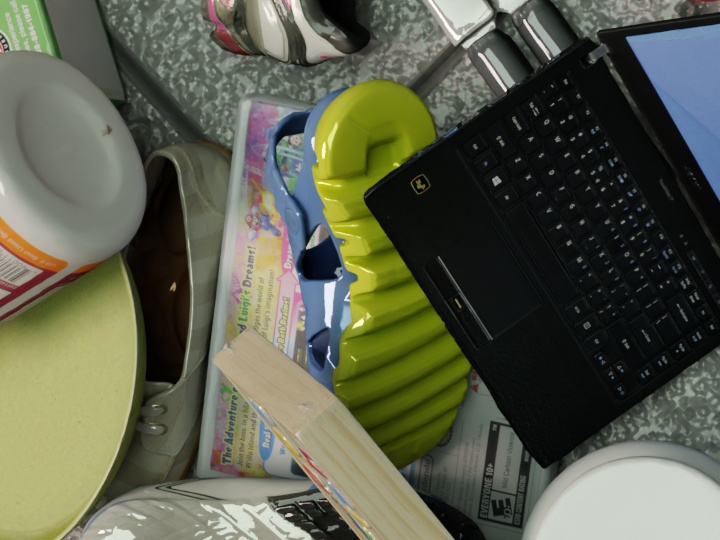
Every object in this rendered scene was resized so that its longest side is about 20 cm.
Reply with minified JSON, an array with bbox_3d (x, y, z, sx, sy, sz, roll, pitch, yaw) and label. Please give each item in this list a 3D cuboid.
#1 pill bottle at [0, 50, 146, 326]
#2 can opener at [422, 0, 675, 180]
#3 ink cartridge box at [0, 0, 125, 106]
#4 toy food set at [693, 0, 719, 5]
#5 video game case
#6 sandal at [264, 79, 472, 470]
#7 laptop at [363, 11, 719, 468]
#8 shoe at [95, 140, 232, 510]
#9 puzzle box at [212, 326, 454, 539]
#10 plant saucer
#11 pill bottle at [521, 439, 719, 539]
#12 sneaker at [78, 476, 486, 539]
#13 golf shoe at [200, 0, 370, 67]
[{"bbox_3d":[-0.207,-0.016,1.293,0.200,0.110,0.110,-30,81,34],"label":"pill bottle"},{"bbox_3d":[0.075,-0.107,1.285,0.053,0.066,0.200,-37,84,15],"label":"can opener"},{"bbox_3d":[-0.242,-0.123,1.370,0.200,0.084,0.145,-20,84,17],"label":"ink cartridge box"},{"bbox_3d":[0.207,-0.174,1.203,0.200,0.049,0.198,35,56,2],"label":"toy food set"},{"bbox_3d":[0.016,0.026,1.301,0.182,0.024,0.200,12,105,17],"label":"video game case"},{"bbox_3d":[0.000,0.000,1.257,0.087,0.079,0.200,24,123,54],"label":"sandal"},{"bbox_3d":[0.137,-0.010,1.195,0.200,0.103,0.177,-35,117,-3],"label":"laptop"},{"bbox_3d":[-0.108,0.031,1.343,0.070,0.053,0.200,13,93,17],"label":"shoe"},{"bbox_3d":[0.017,0.117,1.186,0.025,0.133,0.200,-41,111,-6],"label":"puzzle box"},{"bbox_3d":[-0.173,0.052,1.345,0.200,0.031,0.200,-9,77,41],"label":"plant saucer"},{"bbox_3d":[0.129,0.133,1.184,0.113,0.200,0.113,-1,83,7],"label":"pill bottle"},{"bbox_3d":[-0.037,0.132,1.296,0.200,0.072,0.072,1,97,1],"label":"sneaker"},{"bbox_3d":[-0.016,-0.199,1.300,0.092,0.073,0.200,11,99,36],"label":"golf shoe"}]
